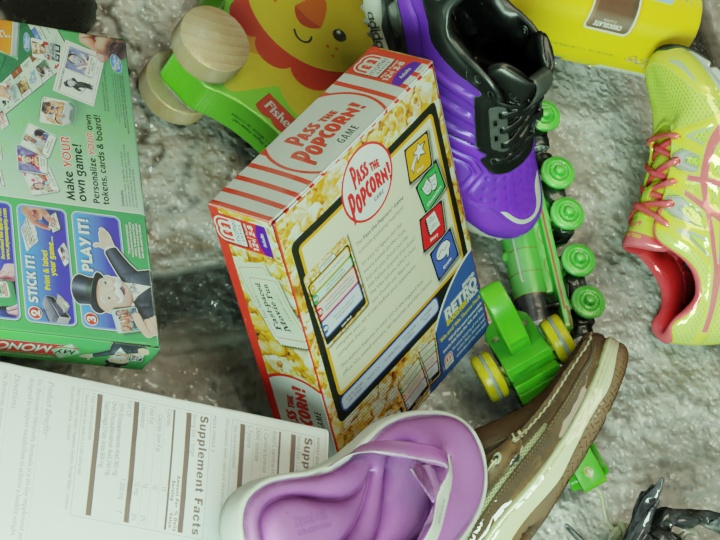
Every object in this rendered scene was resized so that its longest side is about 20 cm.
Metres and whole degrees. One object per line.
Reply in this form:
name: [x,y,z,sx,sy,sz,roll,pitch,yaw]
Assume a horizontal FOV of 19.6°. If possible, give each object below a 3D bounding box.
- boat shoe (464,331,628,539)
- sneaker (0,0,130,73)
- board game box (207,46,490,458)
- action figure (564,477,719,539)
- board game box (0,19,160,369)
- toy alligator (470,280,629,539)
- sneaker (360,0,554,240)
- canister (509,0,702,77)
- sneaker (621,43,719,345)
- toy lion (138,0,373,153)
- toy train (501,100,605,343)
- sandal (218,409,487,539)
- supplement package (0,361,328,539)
boat shoe: [0.076,0.114,1.181,0.075,0.075,0.202,31,81,3]
sneaker: [-0.210,-0.111,1.200,0.104,0.060,0.200,45,52,0]
board game box: [0.000,0.000,1.168,0.046,0.200,0.152,18,48,33]
action figure: [0.214,0.191,1.216,0.200,0.102,0.119,13,93,-23]
board game box: [-0.183,-0.047,1.115,0.134,0.029,0.200,7,57,-27]
toy alligator: [0.118,0.089,1.254,0.059,0.054,0.200,-29,105,0]
sneaker: [0.075,-0.099,1.222,0.070,0.099,0.200,-46,123,-33]
canister: [0.110,-0.204,1.348,0.200,0.087,0.149,8,48,-30]
sneaker: [0.205,-0.044,1.325,0.090,0.078,0.200,-13,90,-17]
toy lion: [-0.026,-0.126,1.292,0.200,0.069,0.192,46,49,1]
toy train: [0.108,-0.046,1.323,0.056,0.042,0.200,-5,68,-15]
sandal: [0.012,0.122,1.072,0.203,0.050,0.083,-20,87,-49]
supplement package: [-0.129,0.132,1.086,0.200,0.114,0.110,13,61,-18]
